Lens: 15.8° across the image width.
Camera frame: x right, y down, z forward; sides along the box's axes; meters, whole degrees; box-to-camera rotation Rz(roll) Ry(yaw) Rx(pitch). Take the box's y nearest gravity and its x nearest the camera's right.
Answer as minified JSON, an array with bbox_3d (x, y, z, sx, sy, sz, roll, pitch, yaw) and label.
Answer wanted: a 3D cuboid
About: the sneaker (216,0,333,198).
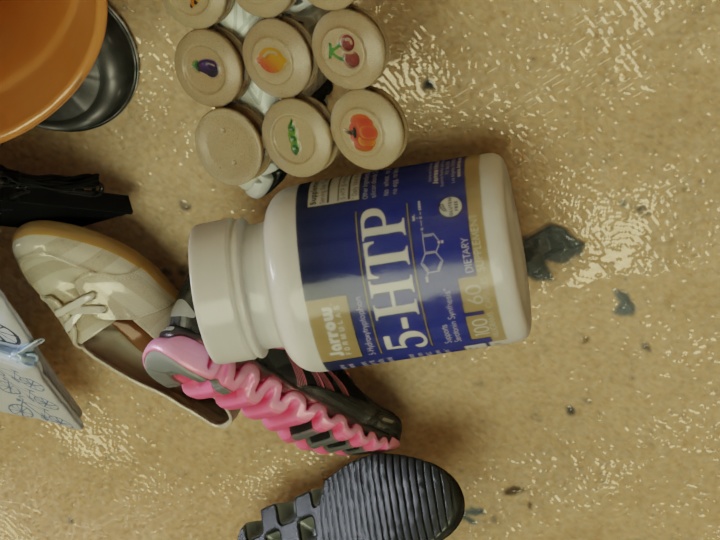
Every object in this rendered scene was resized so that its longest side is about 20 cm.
[{"bbox_3d":[-0.058,-0.141,1.603,0.081,0.075,0.200,19,118,15],"label":"sneaker"}]

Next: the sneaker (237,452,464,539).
[{"bbox_3d":[0.011,0.174,1.780,0.088,0.074,0.200,11,158,-42],"label":"sneaker"}]

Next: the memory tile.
[{"bbox_3d":[-0.054,-0.151,1.546,0.153,0.017,0.200,-3,108,34],"label":"memory tile"}]

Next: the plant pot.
[{"bbox_3d":[-0.263,-0.186,1.561,0.200,0.140,0.200,-11,136,-11],"label":"plant pot"}]

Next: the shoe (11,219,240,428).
[{"bbox_3d":[-0.152,0.036,1.732,0.200,0.053,0.070,37,136,-23],"label":"shoe"}]

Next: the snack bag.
[{"bbox_3d":[-0.297,0.039,1.763,0.188,0.021,0.200,13,153,21],"label":"snack bag"}]

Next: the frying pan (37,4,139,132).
[{"bbox_3d":[-0.224,-0.163,1.667,0.115,0.031,0.190,-30,112,30],"label":"frying pan"}]

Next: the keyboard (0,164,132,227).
[{"bbox_3d":[-0.230,-0.050,1.651,0.127,0.200,0.021,-13,78,44],"label":"keyboard"}]

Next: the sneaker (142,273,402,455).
[{"bbox_3d":[-0.047,0.059,1.726,0.200,0.096,0.079,29,156,-30],"label":"sneaker"}]

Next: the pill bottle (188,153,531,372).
[{"bbox_3d":[0.000,0.000,1.618,0.200,0.120,0.120,-10,120,8],"label":"pill bottle"}]
